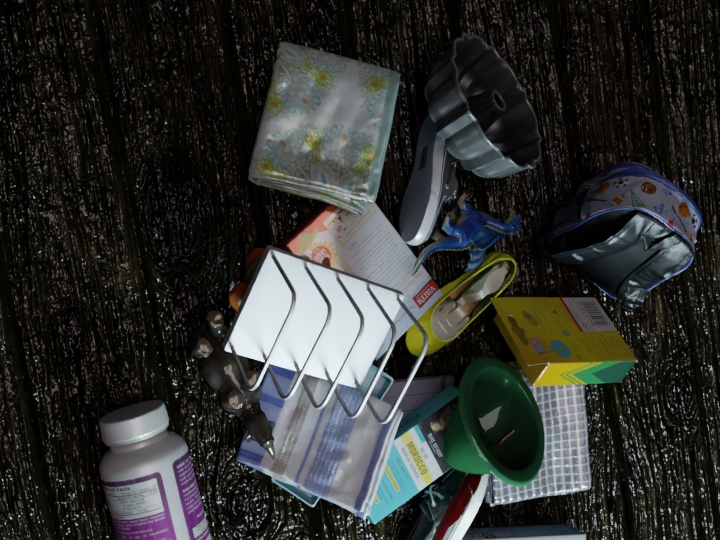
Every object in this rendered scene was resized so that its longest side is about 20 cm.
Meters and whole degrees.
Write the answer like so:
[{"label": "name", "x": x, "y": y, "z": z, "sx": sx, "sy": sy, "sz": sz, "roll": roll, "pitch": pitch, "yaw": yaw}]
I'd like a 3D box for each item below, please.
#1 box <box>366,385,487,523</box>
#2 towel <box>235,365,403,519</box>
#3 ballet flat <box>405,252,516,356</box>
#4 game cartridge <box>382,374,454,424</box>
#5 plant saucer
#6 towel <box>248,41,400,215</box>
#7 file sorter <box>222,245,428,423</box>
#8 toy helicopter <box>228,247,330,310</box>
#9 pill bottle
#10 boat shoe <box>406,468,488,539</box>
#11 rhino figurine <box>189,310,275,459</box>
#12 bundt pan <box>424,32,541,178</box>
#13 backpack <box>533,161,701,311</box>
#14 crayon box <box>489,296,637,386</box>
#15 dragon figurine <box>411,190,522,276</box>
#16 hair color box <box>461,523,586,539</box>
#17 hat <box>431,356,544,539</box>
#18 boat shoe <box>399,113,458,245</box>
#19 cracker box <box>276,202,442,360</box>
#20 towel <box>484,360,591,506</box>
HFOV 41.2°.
[{"label": "box", "x": 0.072, "y": 0.247, "z": 1.296, "sx": 0.198, "sy": 0.049, "sz": 0.083, "roll": -33, "pitch": 102, "yaw": -16}, {"label": "towel", "x": -0.054, "y": 0.215, "z": 1.242, "sx": 0.197, "sy": 0.024, "sz": 0.149, "roll": 20, "pitch": 86, "yaw": 14}, {"label": "ballet flat", "x": 0.144, "y": 0.044, "z": 1.340, "sx": 0.199, "sy": 0.067, "sz": 0.067, "roll": -41, "pitch": 102, "yaw": -14}, {"label": "game cartridge", "x": 0.039, "y": 0.218, "z": 1.326, "sx": 0.196, "sy": 0.038, "sz": 0.132, "roll": -3, "pitch": 96, "yaw": -20}, {"label": "plant saucer", "x": -0.037, "y": 0.209, "z": 1.270, "sx": 0.069, "sy": 0.019, "sz": 0.202, "roll": 33, "pitch": 90, "yaw": -4}, {"label": "towel", "x": -0.046, "y": -0.186, "z": 1.242, "sx": 0.168, "sy": 0.048, "sz": 0.204, "roll": 14, "pitch": 76, "yaw": -7}, {"label": "file sorter", "x": -0.038, "y": 0.085, "z": 1.141, "sx": 0.197, "sy": 0.125, "sz": 0.140, "roll": 19, "pitch": 107, "yaw": -29}, {"label": "toy helicopter", "x": -0.067, "y": 0.052, "z": 1.242, "sx": 0.201, "sy": 0.131, "sz": 0.080, "roll": 53, "pitch": 42, "yaw": -31}, {"label": "pill bottle", "x": -0.257, "y": 0.269, "z": 1.178, "sx": 0.110, "sy": 0.112, "sz": 0.204, "roll": -15, "pitch": 97, "yaw": -19}, {"label": "boat shoe", "x": 0.116, "y": 0.332, "z": 1.327, "sx": 0.063, "sy": 0.071, "sz": 0.203, "roll": 23, "pitch": 94, "yaw": -15}, {"label": "rhino figurine", "x": -0.155, "y": 0.149, "z": 1.212, "sx": 0.059, "sy": 0.087, "sz": 0.202, "roll": -29, "pitch": 91, "yaw": -17}, {"label": "bundt pan", "x": 0.159, "y": -0.213, "z": 1.297, "sx": 0.201, "sy": 0.075, "sz": 0.205, "roll": 30, "pitch": 46, "yaw": -37}, {"label": "backpack", "x": 0.384, "y": -0.058, "z": 1.360, "sx": 0.198, "sy": 0.190, "sz": 0.156, "roll": 29, "pitch": 66, "yaw": -18}, {"label": "crayon box", "x": 0.274, "y": 0.097, "z": 1.343, "sx": 0.197, "sy": 0.128, "sz": 0.051, "roll": 2, "pitch": 133, "yaw": -30}, {"label": "dragon figurine", "x": 0.152, "y": -0.041, "z": 1.314, "sx": 0.099, "sy": 0.059, "sz": 0.200, "roll": 39, "pitch": 46, "yaw": 4}, {"label": "hair color box", "x": 0.225, "y": 0.426, "z": 1.384, "sx": 0.196, "sy": 0.060, "sz": 0.101, "roll": 3, "pitch": 90, "yaw": -21}, {"label": "hat", "x": 0.129, "y": 0.236, "z": 1.281, "sx": 0.166, "sy": 0.175, "sz": 0.201, "roll": 45, "pitch": 40, "yaw": -14}, {"label": "boat shoe", "x": 0.105, "y": -0.121, "z": 1.310, "sx": 0.066, "sy": 0.070, "sz": 0.203, "roll": 24, "pitch": 62, "yaw": -27}, {"label": "cracker box", "x": 0.000, "y": 0.000, "z": 1.291, "sx": 0.134, "sy": 0.058, "sz": 0.201, "roll": -42, "pitch": 103, "yaw": -15}, {"label": "towel", "x": 0.244, "y": 0.231, "z": 1.372, "sx": 0.163, "sy": 0.085, "sz": 0.204, "roll": -8, "pitch": 94, "yaw": -19}]
